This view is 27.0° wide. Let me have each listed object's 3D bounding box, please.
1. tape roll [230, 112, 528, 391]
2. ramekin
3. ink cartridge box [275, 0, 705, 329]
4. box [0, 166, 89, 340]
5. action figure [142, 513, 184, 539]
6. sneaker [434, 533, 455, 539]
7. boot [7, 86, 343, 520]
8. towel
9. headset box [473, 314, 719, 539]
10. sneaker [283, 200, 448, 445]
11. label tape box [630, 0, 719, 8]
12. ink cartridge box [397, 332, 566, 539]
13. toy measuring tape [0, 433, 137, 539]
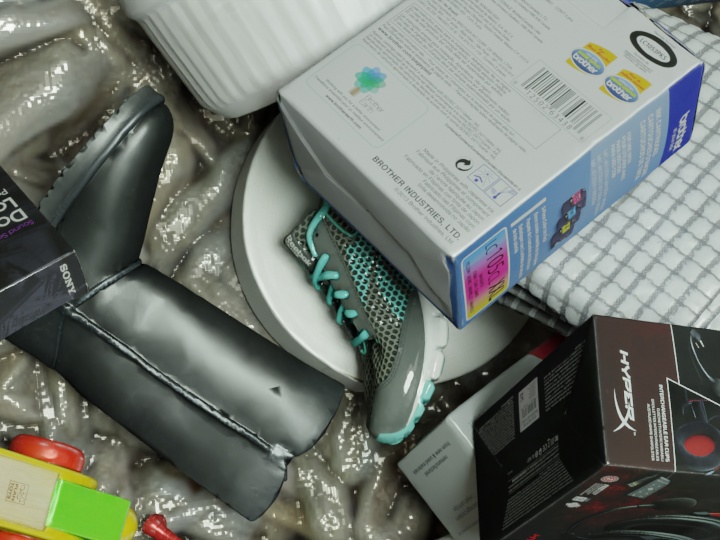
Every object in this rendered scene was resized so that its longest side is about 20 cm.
[{"bbox_3d":[0.020,-0.025,0.923,0.202,0.037,0.203,3,80,-18],"label":"tape roll"},{"bbox_3d":[-0.028,-0.163,0.853,0.202,0.202,0.094,-32,102,-20],"label":"ramekin"},{"bbox_3d":[0.079,-0.087,0.768,0.200,0.076,0.136,-38,64,-14],"label":"ink cartridge box"},{"bbox_3d":[-0.250,-0.019,0.773,0.143,0.036,0.200,-32,52,-21],"label":"box"},{"bbox_3d":[-0.039,0.214,0.854,0.200,0.099,0.065,28,75,12],"label":"action figure"},{"bbox_3d":[0.104,0.143,0.912,0.200,0.073,0.085,-12,68,-23],"label":"sneaker"},{"bbox_3d":[-0.092,0.020,0.837,0.200,0.066,0.165,38,101,-5],"label":"boot"},{"bbox_3d":[0.160,-0.037,0.823,0.165,0.086,0.200,34,68,24],"label":"towel"},{"bbox_3d":[0.175,0.092,0.735,0.199,0.149,0.075,7,63,-17],"label":"headset box"},{"bbox_3d":[0.000,0.000,0.859,0.091,0.078,0.201,4,70,-12],"label":"sneaker"},{"bbox_3d":[0.254,-0.225,0.976,0.200,0.143,0.066,-12,85,-19],"label":"label tape box"},{"bbox_3d":[0.144,0.136,0.838,0.146,0.083,0.200,-33,80,-30],"label":"ink cartridge box"},{"bbox_3d":[-0.207,0.112,0.793,0.200,0.073,0.074,25,73,-35],"label":"toy measuring tape"}]
